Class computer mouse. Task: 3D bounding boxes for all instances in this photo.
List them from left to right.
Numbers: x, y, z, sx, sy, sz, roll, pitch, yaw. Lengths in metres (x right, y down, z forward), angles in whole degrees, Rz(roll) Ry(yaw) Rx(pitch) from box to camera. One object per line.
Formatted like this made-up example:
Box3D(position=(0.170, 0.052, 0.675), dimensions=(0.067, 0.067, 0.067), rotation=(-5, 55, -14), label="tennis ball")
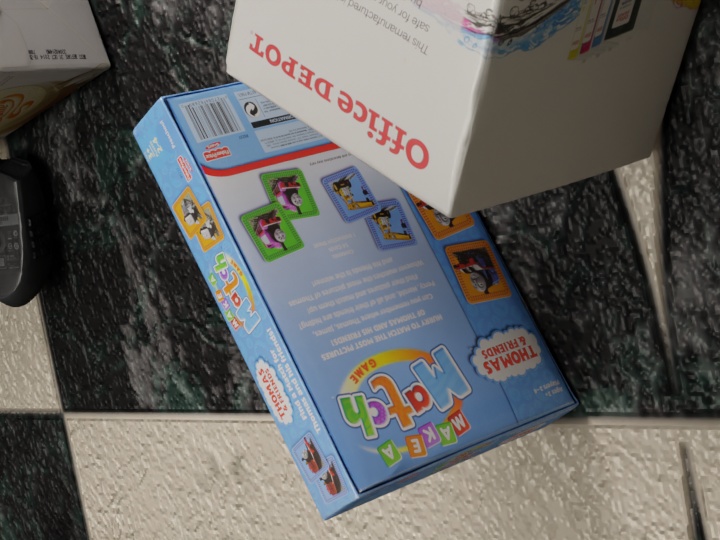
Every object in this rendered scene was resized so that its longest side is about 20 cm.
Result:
Box3D(position=(-0.222, -0.078, 1.215), dimensions=(0.058, 0.034, 0.202), rotation=(0, 95, 37), label="computer mouse")

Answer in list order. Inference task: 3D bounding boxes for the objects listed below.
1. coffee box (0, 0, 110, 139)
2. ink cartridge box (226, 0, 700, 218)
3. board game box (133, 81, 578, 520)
Box3D(position=(-0.261, -0.110, 1.148), dimensions=(0.199, 0.114, 0.080), rotation=(-27, 80, 34), label="coffee box")
Box3D(position=(0.055, -0.152, 0.810), dimensions=(0.147, 0.144, 0.201), rotation=(36, 126, 34), label="ink cartridge box")
Box3D(position=(0.000, 0.000, 0.911), dimensions=(0.037, 0.151, 0.201), rotation=(-40, 73, 46), label="board game box")
